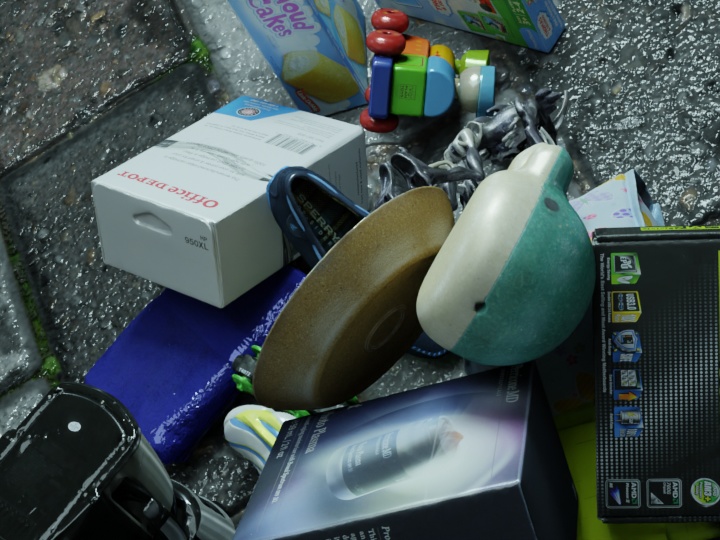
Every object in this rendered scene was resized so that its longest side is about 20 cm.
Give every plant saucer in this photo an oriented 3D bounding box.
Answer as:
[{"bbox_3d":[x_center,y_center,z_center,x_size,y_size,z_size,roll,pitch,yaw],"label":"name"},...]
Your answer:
[{"bbox_3d":[0.007,0.031,1.246,0.035,0.200,0.200,41,82,20],"label":"plant saucer"}]

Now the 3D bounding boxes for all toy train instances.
[{"bbox_3d":[0.063,-0.183,1.553,0.114,0.086,0.200,6,23,2],"label":"toy train"},{"bbox_3d":[-0.021,0.115,1.399,0.199,0.057,0.042,24,71,32],"label":"toy train"}]

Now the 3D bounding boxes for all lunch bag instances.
[{"bbox_3d":[0.159,0.016,1.333,0.168,0.128,0.201,-22,25,12],"label":"lunch bag"}]

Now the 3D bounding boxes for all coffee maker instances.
[{"bbox_3d":[-0.209,0.211,1.344,0.191,0.201,0.135,-33,47,0],"label":"coffee maker"}]

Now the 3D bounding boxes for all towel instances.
[{"bbox_3d":[-0.134,0.062,1.510,0.200,0.050,0.147,-47,43,-7],"label":"towel"}]

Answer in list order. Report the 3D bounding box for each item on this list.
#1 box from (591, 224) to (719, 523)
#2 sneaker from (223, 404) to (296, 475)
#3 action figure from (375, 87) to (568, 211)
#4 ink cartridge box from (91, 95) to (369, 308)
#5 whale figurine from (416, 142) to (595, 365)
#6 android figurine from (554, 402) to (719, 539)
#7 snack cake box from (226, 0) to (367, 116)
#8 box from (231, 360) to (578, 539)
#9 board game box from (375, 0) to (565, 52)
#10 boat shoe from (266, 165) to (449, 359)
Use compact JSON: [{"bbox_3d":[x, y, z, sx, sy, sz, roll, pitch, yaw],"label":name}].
[{"bbox_3d":[0.254,0.069,1.194,0.191,0.048,0.203,0,99,9],"label":"box"},{"bbox_3d":[-0.047,0.179,1.363,0.199,0.076,0.106,20,70,35],"label":"sneaker"},{"bbox_3d":[0.108,-0.080,1.431,0.199,0.119,0.103,-23,82,-34],"label":"action figure"},{"bbox_3d":[-0.108,-0.063,1.495,0.144,0.085,0.199,18,36,34],"label":"ink cartridge box"},{"bbox_3d":[0.113,-0.012,1.200,0.103,0.160,0.200,30,29,1],"label":"whale figurine"},{"bbox_3d":[0.160,0.173,1.284,0.198,0.041,0.184,-14,54,16],"label":"android figurine"},{"bbox_3d":[-0.060,-0.244,1.572,0.066,0.200,0.116,-14,53,18],"label":"snack cake box"},{"bbox_3d":[0.037,0.168,1.182,0.196,0.125,0.200,-14,17,13],"label":"box"},{"bbox_3d":[0.070,-0.271,1.556,0.199,0.151,0.037,22,71,37],"label":"board game box"},{"bbox_3d":[0.000,0.000,1.394,0.084,0.199,0.069,-53,6,-8],"label":"boat shoe"}]
